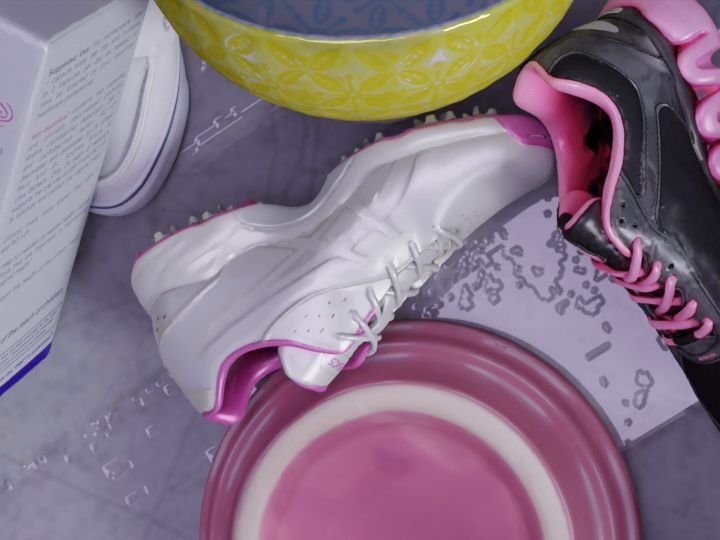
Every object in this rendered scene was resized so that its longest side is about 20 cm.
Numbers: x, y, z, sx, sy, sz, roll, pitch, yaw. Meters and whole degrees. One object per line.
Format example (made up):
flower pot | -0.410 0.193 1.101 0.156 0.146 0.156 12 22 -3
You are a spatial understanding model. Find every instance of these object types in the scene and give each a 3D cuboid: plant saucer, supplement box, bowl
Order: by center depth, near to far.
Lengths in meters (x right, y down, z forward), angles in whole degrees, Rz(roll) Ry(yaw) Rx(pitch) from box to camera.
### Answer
bowl | 0.005 -0.127 0.905 0.198 0.108 0.201 -3 50 4
supplement box | -0.174 -0.045 0.927 0.101 0.103 0.201 27 121 10
plant saucer | 0.022 0.123 0.948 0.199 0.051 0.202 0 92 13

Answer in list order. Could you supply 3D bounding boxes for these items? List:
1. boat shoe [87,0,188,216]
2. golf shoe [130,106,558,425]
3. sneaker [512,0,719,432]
boat shoe | -0.115 -0.125 0.963 0.073 0.065 0.202 1 92 12
golf shoe | 0.000 0.000 0.930 0.199 0.075 0.092 -24 67 17
sneaker | 0.120 -0.012 0.887 0.079 0.095 0.201 -23 90 53
